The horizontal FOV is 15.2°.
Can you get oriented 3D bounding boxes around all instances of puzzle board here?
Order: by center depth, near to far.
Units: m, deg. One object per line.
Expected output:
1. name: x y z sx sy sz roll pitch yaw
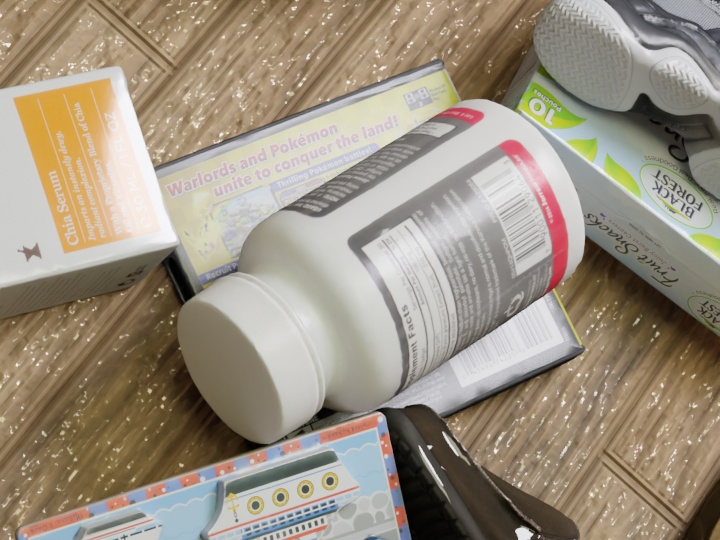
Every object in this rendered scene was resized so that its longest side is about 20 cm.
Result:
1. puzzle board: -0.059 0.169 1.317 0.199 0.017 0.151 -17 101 -25

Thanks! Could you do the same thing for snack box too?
1. snack box: 0.176 -0.063 1.510 0.200 0.053 0.142 36 51 -9

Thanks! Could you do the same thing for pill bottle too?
1. pill bottle: 0.009 0.003 1.361 0.200 0.111 0.111 -32 87 -29

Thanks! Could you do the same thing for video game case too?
1. video game case: 0.000 0.000 1.436 0.199 0.025 0.181 -23 83 -28

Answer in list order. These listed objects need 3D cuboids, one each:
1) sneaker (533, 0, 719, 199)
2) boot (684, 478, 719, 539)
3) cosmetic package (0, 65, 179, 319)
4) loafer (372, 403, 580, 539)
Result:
1. sneaker: 0.196 -0.115 1.467 0.200 0.076 0.114 32 53 -7
2. boot: 0.231 0.203 1.443 0.155 0.073 0.200 39 56 -5
3. cosmetic package: -0.202 -0.027 1.327 0.199 0.071 0.102 -15 79 -27
4. loafer: 0.072 0.144 1.396 0.071 0.073 0.200 -43 104 -34
